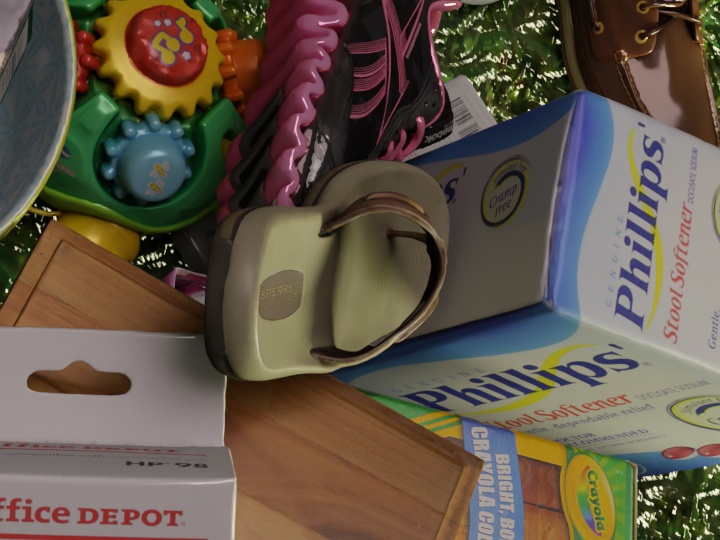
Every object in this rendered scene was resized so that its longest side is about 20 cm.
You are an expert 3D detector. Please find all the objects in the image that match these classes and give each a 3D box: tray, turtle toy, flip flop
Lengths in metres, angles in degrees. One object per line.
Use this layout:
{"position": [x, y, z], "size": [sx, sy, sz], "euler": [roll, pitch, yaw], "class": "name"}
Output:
{"position": [-0.058, 0.072, 0.833], "size": [0.200, 0.037, 0.099], "euler": [30, 60, -9], "class": "tray"}
{"position": [-0.122, -0.100, 0.973], "size": [0.200, 0.101, 0.146], "euler": [44, 55, -6], "class": "turtle toy"}
{"position": [0.000, 0.000, 0.820], "size": [0.200, 0.057, 0.081], "euler": [-15, 103, -69], "class": "flip flop"}

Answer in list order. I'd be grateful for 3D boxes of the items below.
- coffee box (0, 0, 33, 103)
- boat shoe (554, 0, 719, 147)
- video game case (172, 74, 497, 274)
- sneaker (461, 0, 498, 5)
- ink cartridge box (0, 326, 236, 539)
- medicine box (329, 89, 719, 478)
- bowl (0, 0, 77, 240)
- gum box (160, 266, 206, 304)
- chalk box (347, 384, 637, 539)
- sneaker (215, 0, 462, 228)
{"position": [-0.214, -0.036, 0.801], "size": [0.123, 0.044, 0.200], "euler": [24, 72, -6], "class": "coffee box"}
{"position": [0.151, -0.139, 1.167], "size": [0.072, 0.068, 0.201], "euler": [-12, 76, -33], "class": "boat shoe"}
{"position": [0.020, 0.000, 1.062], "size": [0.200, 0.018, 0.143], "euler": [-31, 87, -36], "class": "video game case"}
{"position": [0.013, -0.204, 1.104], "size": [0.199, 0.088, 0.075], "euler": [13, 63, -25], "class": "sneaker"}
{"position": [-0.105, 0.124, 0.760], "size": [0.115, 0.067, 0.201], "euler": [2, 96, -6], "class": "ink cartridge box"}
{"position": [0.112, 0.015, 0.983], "size": [0.200, 0.182, 0.103], "euler": [20, 68, -29], "class": "medicine box"}
{"position": [-0.221, -0.072, 0.889], "size": [0.199, 0.108, 0.201], "euler": [3, 75, -12], "class": "bowl"}
{"position": [-0.081, 0.116, 0.895], "size": [0.066, 0.113, 0.201], "euler": [15, 63, -24], "class": "gum box"}
{"position": [0.045, 0.146, 0.947], "size": [0.199, 0.124, 0.125], "euler": [15, 62, -23], "class": "chalk box"}
{"position": [-0.001, -0.069, 0.932], "size": [0.095, 0.079, 0.200], "euler": [27, 55, -20], "class": "sneaker"}
